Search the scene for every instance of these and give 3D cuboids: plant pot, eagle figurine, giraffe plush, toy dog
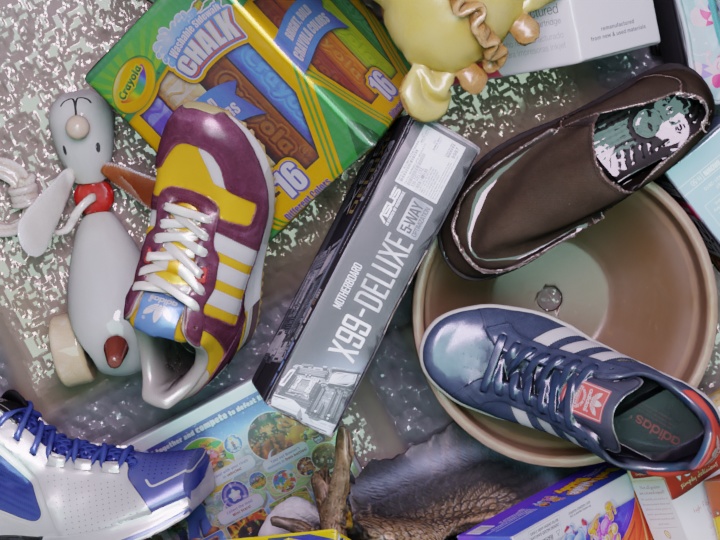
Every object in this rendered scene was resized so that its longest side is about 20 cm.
[{"bbox_3d":[0.129,0.023,1.346,0.199,0.093,0.202,0,95,-3],"label":"plant pot"},{"bbox_3d":[0.047,0.185,1.348,0.152,0.199,0.151,-55,53,31],"label":"eagle figurine"},{"bbox_3d":[0.033,-0.189,1.197,0.172,0.200,0.162,-37,110,24],"label":"giraffe plush"},{"bbox_3d":[-0.172,-0.009,1.326,0.131,0.096,0.201,-31,97,1],"label":"toy dog"}]

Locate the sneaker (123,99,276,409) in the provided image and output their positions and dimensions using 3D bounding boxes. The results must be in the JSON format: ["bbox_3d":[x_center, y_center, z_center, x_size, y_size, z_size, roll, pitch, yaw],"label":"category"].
[{"bbox_3d":[-0.102,-0.005,1.238,0.075,0.090,0.201,17,131,20],"label":"sneaker"}]

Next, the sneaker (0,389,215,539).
[{"bbox_3d":[-0.205,0.130,1.339,0.198,0.081,0.116,-15,96,11],"label":"sneaker"}]

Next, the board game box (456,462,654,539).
[{"bbox_3d":[0.149,0.207,1.327,0.045,0.200,0.135,-5,99,40],"label":"board game box"}]

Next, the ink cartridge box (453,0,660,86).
[{"bbox_3d":[0.093,-0.226,1.284,0.083,0.145,0.201,-17,98,-40],"label":"ink cartridge box"}]

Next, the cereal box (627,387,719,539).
[{"bbox_3d":[0.266,0.181,1.366,0.143,0.039,0.201,-28,100,-34],"label":"cereal box"}]

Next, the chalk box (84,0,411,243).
[{"bbox_3d":[-0.078,-0.139,1.282,0.200,0.125,0.124,46,123,-8],"label":"chalk box"}]

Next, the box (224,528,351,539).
[{"bbox_3d":[-0.089,0.209,1.261,0.199,0.064,0.070,-9,62,26],"label":"box"}]

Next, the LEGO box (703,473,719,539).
[{"bbox_3d":[0.321,0.212,1.326,0.148,0.077,0.201,-15,92,-38],"label":"LEGO box"}]

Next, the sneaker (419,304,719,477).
[{"bbox_3d":[0.132,0.074,1.259,0.199,0.085,0.075,17,96,2],"label":"sneaker"}]

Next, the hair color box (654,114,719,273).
[{"bbox_3d":[0.273,-0.009,1.348,0.061,0.099,0.200,-40,97,2],"label":"hair color box"}]

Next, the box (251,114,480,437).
[{"bbox_3d":[0.000,0.000,1.296,0.050,0.158,0.201,27,89,-7],"label":"box"}]

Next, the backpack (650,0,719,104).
[{"bbox_3d":[0.289,-0.208,1.308,0.199,0.151,0.179,-14,96,-6],"label":"backpack"}]

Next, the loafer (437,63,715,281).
[{"bbox_3d":[0.133,-0.065,1.258,0.200,0.071,0.073,-36,95,0],"label":"loafer"}]

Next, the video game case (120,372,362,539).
[{"bbox_3d":[-0.058,0.176,1.393,0.143,0.018,0.201,-27,97,1],"label":"video game case"}]
